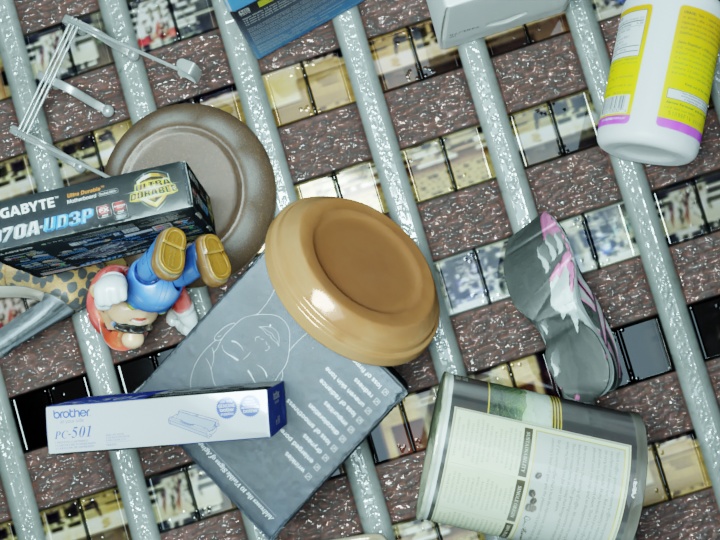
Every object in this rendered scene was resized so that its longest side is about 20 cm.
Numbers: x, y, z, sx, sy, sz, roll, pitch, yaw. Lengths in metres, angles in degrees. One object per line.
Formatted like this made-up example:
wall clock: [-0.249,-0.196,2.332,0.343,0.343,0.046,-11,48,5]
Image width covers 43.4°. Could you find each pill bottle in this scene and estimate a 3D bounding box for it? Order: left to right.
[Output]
pill bottle: [0.311,-0.217,0.924,0.102,0.104,0.204,13,88,3]

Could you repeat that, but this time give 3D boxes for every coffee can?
coffee can: [0.164,0.193,0.892,0.196,0.146,0.150,12,88,3]

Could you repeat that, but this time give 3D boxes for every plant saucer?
plant saucer: [-0.190,-0.083,0.978,0.196,0.037,0.205,0,87,4]
plant saucer: [0.000,0.000,0.894,0.200,0.200,0.038,44,128,3]

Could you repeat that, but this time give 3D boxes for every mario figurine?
mario figurine: [-0.210,0.036,0.910,0.123,0.199,0.107,42,49,-18]

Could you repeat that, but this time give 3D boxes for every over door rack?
over door rack: [-0.266,-0.171,0.961,0.198,0.066,0.150,25,89,25]

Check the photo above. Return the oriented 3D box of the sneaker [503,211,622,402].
sneaker: [0.212,0.042,0.938,0.079,0.086,0.204,-25,66,29]

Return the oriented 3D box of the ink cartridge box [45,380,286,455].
ink cartridge box: [-0.171,0.131,0.818,0.195,0.094,0.045,-5,87,4]

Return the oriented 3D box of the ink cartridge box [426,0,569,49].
ink cartridge box: [0.124,-0.358,0.918,0.144,0.146,0.204,-16,87,2]

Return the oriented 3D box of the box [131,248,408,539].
box: [-0.085,0.121,0.919,0.200,0.124,0.197,44,89,5]

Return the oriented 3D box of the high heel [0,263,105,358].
high heel: [-0.375,-0.024,0.980,0.141,0.072,0.201,-33,80,-14]

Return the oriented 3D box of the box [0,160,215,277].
box: [-0.247,-0.045,0.873,0.196,0.159,0.047,-14,83,-3]

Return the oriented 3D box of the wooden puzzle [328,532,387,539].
wooden puzzle: [-0.050,0.380,0.948,0.196,0.046,0.189,-10,87,7]

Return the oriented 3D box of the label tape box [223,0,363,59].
label tape box: [-0.070,-0.296,0.899,0.141,0.200,0.067,-28,85,1]
